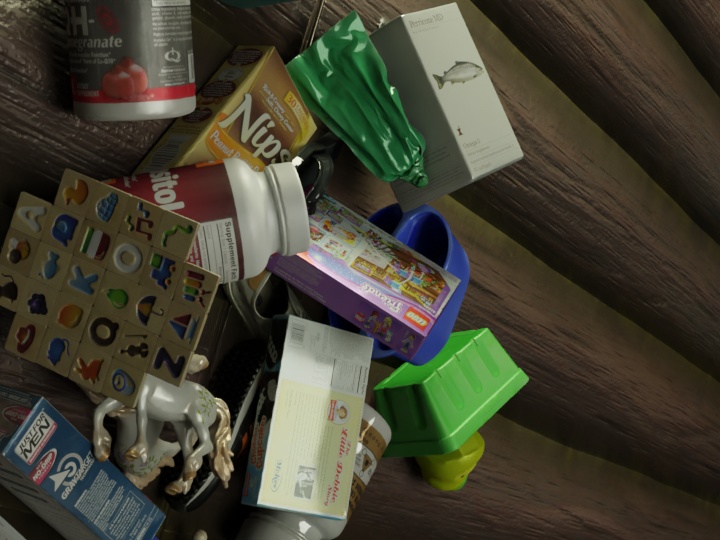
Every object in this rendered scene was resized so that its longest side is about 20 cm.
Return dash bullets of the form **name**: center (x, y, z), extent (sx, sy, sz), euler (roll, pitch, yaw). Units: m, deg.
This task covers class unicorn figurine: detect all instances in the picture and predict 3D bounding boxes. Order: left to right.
- **unicorn figurine**: center (-0.211, 0.127, 1.105), extent (0.137, 0.074, 0.201), euler (-32, 120, -48)
- **unicorn figurine**: center (-0.182, 0.112, 1.028), extent (0.200, 0.074, 0.138), euler (52, 38, -50)

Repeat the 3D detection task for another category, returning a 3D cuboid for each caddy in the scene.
- **caddy**: center (0.044, 0.017, 1.372), extent (0.105, 0.141, 0.201), euler (40, 65, -52)

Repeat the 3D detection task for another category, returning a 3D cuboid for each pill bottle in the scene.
- **pill bottle**: center (-0.206, -0.237, 1.018), extent (0.111, 0.110, 0.201), euler (-18, 111, -49)
- **pill bottle**: center (-0.152, -0.040, 1.052), extent (0.199, 0.113, 0.114), euler (-12, 111, -12)
- **pill bottle**: center (-0.056, 0.242, 1.309), extent (0.200, 0.114, 0.114), euler (-60, 138, -25)

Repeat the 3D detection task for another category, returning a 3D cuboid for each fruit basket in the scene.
- **fruit basket**: center (0.122, 0.204, 1.524), extent (0.215, 0.155, 0.217), euler (12, 73, -43)

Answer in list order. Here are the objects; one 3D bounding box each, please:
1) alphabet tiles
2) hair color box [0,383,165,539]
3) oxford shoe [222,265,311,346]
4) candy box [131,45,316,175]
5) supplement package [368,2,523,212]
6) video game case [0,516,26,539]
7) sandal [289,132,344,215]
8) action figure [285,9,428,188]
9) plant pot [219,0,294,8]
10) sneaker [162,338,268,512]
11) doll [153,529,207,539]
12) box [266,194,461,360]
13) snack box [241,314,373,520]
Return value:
- **alphabet tiles**: center (-0.220, 0.014, 0.974), extent (0.167, 0.199, 0.006), euler (-70, 166, 7)
- **hair color box**: center (-0.271, 0.182, 1.028), extent (0.061, 0.100, 0.200), euler (-59, 138, -27)
- **oxford shoe**: center (-0.085, 0.060, 1.282), extent (0.075, 0.058, 0.200), euler (-59, 139, -28)
- **candy box**: center (-0.134, -0.123, 1.179), extent (0.200, 0.055, 0.116), euler (-56, 138, -28)
- **supplement package**: center (0.080, -0.189, 1.340), extent (0.117, 0.117, 0.201), euler (-26, 92, -46)
- **video game case**: center (-0.334, 0.317, 1.043), extent (0.143, 0.018, 0.200), euler (-57, 137, -29)
- **sandal**: center (-0.051, -0.099, 1.242), extent (0.076, 0.048, 0.200), euler (-63, 173, 32)
- **action figure**: center (0.009, -0.170, 1.276), extent (0.118, 0.055, 0.200), euler (-38, 97, 3)
- **plant pot**: center (-0.060, -0.363, 1.141), extent (0.200, 0.160, 0.202), euler (-15, 109, -51)
- **sneaker**: center (-0.132, 0.177, 1.233), extent (0.090, 0.070, 0.201), euler (48, 58, -42)
- **doll**: center (-0.203, 0.325, 1.189), extent (0.137, 0.048, 0.200), euler (-58, 137, -26)
- **box**: center (0.000, 0.000, 1.253), extent (0.039, 0.200, 0.137), euler (-60, 174, 33)
- **snack box**: center (-0.054, 0.157, 1.228), extent (0.116, 0.037, 0.201), euler (18, 74, -34)
